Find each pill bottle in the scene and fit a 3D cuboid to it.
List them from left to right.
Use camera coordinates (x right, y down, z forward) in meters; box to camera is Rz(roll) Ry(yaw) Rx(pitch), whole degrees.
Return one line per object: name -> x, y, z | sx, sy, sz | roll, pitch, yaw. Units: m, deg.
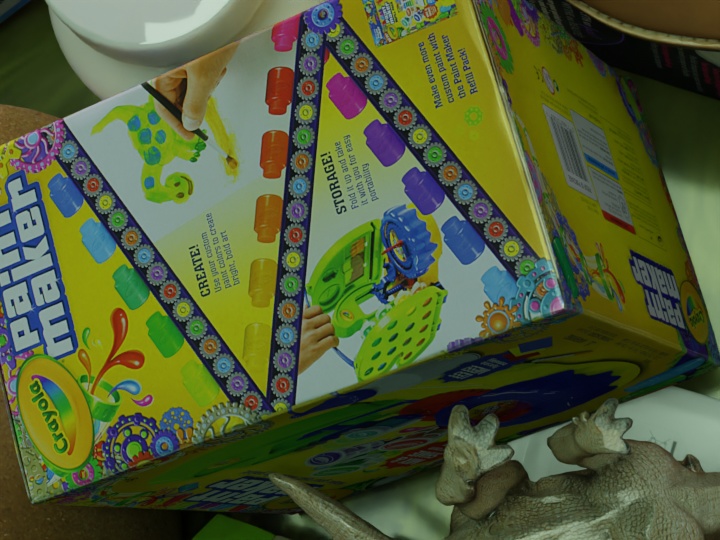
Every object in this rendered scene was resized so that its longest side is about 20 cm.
pill bottle -> -0.052, -0.097, 0.757 | 0.108, 0.200, 0.109 | -2, 81, 11

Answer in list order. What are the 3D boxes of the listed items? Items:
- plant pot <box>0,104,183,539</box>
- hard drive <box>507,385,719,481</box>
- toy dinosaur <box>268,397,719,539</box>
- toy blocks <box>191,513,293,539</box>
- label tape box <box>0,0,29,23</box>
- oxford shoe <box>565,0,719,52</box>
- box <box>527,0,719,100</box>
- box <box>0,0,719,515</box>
plant pot -> -0.149, 0.045, 0.783 | 0.186, 0.186, 0.201 | 0, 67, 12
hard drive -> 0.145, 0.120, 0.773 | 0.199, 0.026, 0.132 | 16, 85, 13
toy dinosaur -> 0.073, 0.099, 0.703 | 0.199, 0.136, 0.086 | -5, 75, 8
toy blocks -> 0.016, 0.192, 0.752 | 0.199, 0.100, 0.137 | 18, 113, 14
label tape box -> -0.176, -0.215, 0.852 | 0.144, 0.063, 0.200 | -31, 76, 25
oxford shoe -> 0.080, -0.126, 0.677 | 0.199, 0.071, 0.072 | 21, 87, 13
box -> 0.149, -0.124, 0.760 | 0.199, 0.122, 0.106 | 20, 87, 13
box -> 0.000, 0.000, 0.713 | 0.192, 0.200, 0.122 | -21, 75, 20
